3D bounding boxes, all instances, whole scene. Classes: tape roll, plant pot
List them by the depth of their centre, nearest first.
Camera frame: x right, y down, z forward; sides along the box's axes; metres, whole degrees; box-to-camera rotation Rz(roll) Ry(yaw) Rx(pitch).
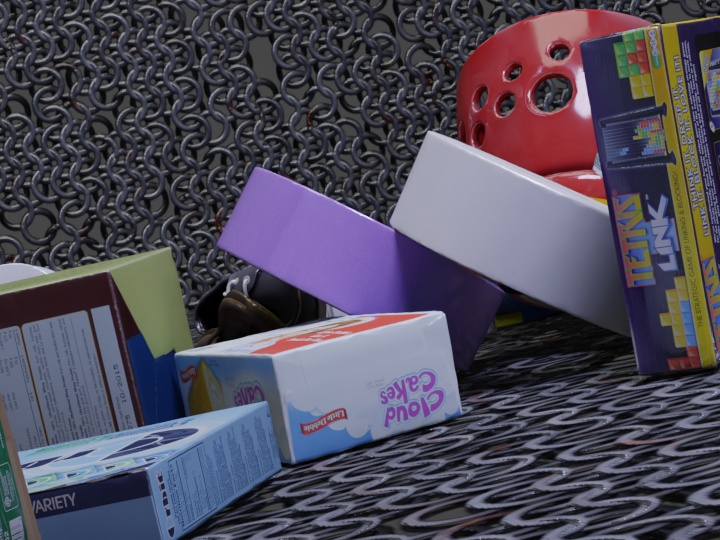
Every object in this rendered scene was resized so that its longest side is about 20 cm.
[{"bbox_3d":[0.123,-0.023,1.395,0.201,0.071,0.202,24,5,-2],"label":"tape roll"},{"bbox_3d":[0.000,0.000,1.469,0.199,0.066,0.200,27,-2,1],"label":"tape roll"},{"bbox_3d":[0.175,-0.081,1.666,0.199,0.184,0.201,2,-34,1],"label":"plant pot"}]

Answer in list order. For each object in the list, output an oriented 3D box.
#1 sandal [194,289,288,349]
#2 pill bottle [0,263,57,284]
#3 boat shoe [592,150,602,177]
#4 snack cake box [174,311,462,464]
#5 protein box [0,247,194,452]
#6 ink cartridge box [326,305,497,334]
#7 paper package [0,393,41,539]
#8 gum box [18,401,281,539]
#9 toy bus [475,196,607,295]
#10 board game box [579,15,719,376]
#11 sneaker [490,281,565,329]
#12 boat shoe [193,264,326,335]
[{"bbox_3d":[-0.099,0.070,1.657,0.055,0.082,0.200,-59,10,-23],"label":"sandal"},{"bbox_3d":[-0.253,0.061,1.591,0.111,0.113,0.200,-13,-14,-5],"label":"pill bottle"},{"bbox_3d":[0.239,-0.046,1.383,0.199,0.066,0.070,32,8,-28],"label":"boat shoe"},{"bbox_3d":[-0.031,0.071,1.302,0.114,0.068,0.200,-12,2,-21],"label":"snack cake box"},{"bbox_3d":[-0.224,0.077,1.380,0.199,0.136,0.199,-12,3,7],"label":"protein box"},{"bbox_3d":[0.006,0.032,1.746,0.146,0.083,0.200,-14,2,-20],"label":"ink cartridge box"},{"bbox_3d":[-0.251,0.073,0.892,0.189,0.201,0.103,-13,2,18],"label":"paper package"},{"bbox_3d":[-0.150,0.120,1.094,0.169,0.045,0.200,-12,2,15],"label":"gum box"},{"bbox_3d":[0.157,-0.016,1.531,0.198,0.079,0.065,8,0,2],"label":"toy bus"},{"bbox_3d":[0.207,-0.051,1.258,0.056,0.202,0.165,-8,4,35],"label":"board game box"},{"bbox_3d":[0.176,-0.003,1.759,0.199,0.079,0.066,-12,1,0],"label":"sneaker"},{"bbox_3d":[-0.082,0.030,1.674,0.062,0.073,0.200,-8,-4,-22],"label":"boat shoe"}]
